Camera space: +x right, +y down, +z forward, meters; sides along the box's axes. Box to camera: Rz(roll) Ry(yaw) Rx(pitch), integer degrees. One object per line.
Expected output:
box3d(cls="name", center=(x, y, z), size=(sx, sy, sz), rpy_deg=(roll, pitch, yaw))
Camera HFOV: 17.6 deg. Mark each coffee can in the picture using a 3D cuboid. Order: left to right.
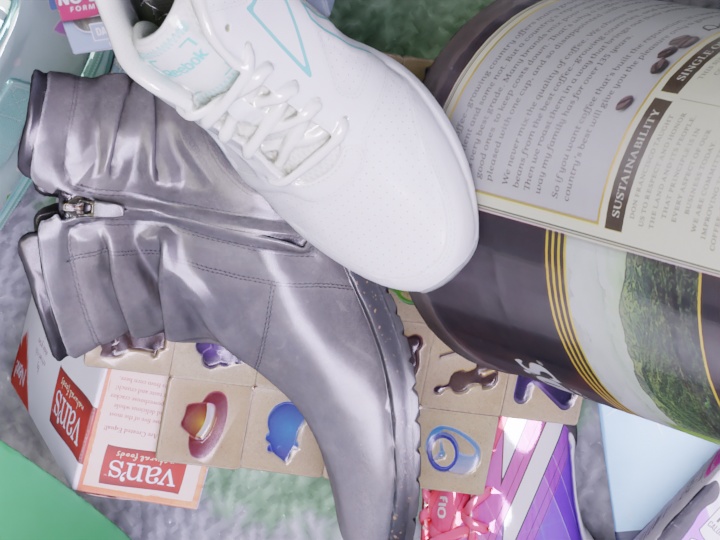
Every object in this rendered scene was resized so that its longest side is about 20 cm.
box3d(cls="coffee can", center=(0.127, -0.015, 0.788), size=(0.199, 0.146, 0.148), rpy_deg=(18, 104, 51))

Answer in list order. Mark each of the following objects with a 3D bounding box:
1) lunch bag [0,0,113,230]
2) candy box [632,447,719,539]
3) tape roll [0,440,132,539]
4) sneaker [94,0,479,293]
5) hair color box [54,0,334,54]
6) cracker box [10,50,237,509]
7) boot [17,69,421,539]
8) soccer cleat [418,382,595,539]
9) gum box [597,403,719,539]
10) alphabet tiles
box3d(cls="lunch bag", center=(-0.197, -0.069, 0.966), size=(0.160, 0.077, 0.201), rpy_deg=(44, 108, 31))
box3d(cls="candy box", center=(0.209, 0.112, 0.869), size=(0.168, 0.072, 0.200), rpy_deg=(42, 105, 6))
box3d(cls="tape roll", center=(-0.180, 0.092, 0.947), size=(0.199, 0.201, 0.048), rpy_deg=(27, 72, 9))
box3d(cls="sneaker", center=(-0.040, -0.065, 0.757), size=(0.070, 0.080, 0.200), rpy_deg=(-37, 100, 24))
box3d(cls="hair color box", center=(-0.049, -0.161, 0.878), size=(0.098, 0.201, 0.061), rpy_deg=(-7, 123, 15))
box3d(cls="cracker box", center=(-0.082, -0.022, 0.936), size=(0.057, 0.134, 0.201), rpy_deg=(10, 101, -22))
box3d(cls="boot", center=(-0.052, 0.017, 0.846), size=(0.131, 0.070, 0.202), rpy_deg=(-11, 95, -6))
box3d(cls="soccer cleat", center=(0.051, 0.091, 0.943), size=(0.068, 0.073, 0.201), rpy_deg=(-8, 100, 57))
box3d(cls="gum box", center=(0.177, 0.023, 0.926), size=(0.169, 0.045, 0.202), rpy_deg=(-7, 94, 15))
box3d(cls="alphabet tiles", center=(0.000, 0.000, 0.884), size=(0.198, 0.006, 0.168), rpy_deg=(8, 103, -14))
